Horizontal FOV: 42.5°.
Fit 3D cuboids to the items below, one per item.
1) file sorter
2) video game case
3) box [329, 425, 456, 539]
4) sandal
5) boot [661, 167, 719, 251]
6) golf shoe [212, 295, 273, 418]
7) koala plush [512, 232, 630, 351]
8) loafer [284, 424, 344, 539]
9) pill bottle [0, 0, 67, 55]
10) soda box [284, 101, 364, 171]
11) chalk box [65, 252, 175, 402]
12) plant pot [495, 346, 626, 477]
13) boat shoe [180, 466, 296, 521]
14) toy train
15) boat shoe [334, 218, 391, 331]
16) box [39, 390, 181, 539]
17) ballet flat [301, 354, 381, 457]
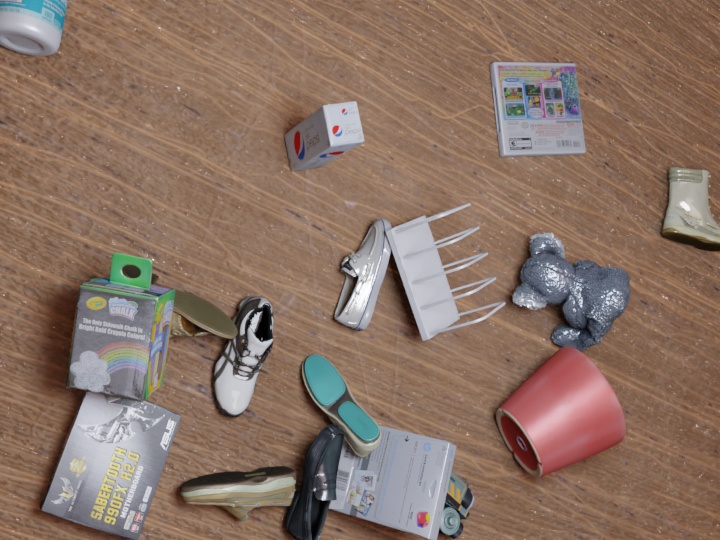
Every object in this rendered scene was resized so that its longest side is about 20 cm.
[{"bbox_3d":[0.156,-0.005,1.637,0.138,0.123,0.204,-23,94,-58],"label":"file sorter"},{"bbox_3d":[0.354,-0.321,1.844,0.196,0.024,0.187,-4,85,-23],"label":"video game case"},{"bbox_3d":[0.051,0.347,1.552,0.041,0.196,0.159,33,67,-57],"label":"box"},{"bbox_3d":[-0.303,0.073,1.501,0.209,0.078,0.070,30,111,-7],"label":"sandal"},{"bbox_3d":[0.727,-0.128,1.959,0.196,0.072,0.158,13,77,-21],"label":"boot"},{"bbox_3d":[-0.190,0.140,1.517,0.076,0.094,0.205,14,80,-22],"label":"golf shoe"},{"bbox_3d":[0.389,0.030,1.750,0.197,0.184,0.180,28,73,-5],"label":"koala plush"},{"bbox_3d":[-0.064,0.355,1.527,0.067,0.070,0.205,10,101,-50],"label":"loafer"},{"bbox_3d":[-0.507,-0.448,1.436,0.108,0.110,0.205,11,80,-21],"label":"pill bottle"},{"bbox_3d":[-0.064,-0.222,1.553,0.062,0.199,0.070,-11,89,-24],"label":"soda box"},{"bbox_3d":[-0.356,0.078,1.398,0.121,0.124,0.205,10,93,0],"label":"chalk box"},{"bbox_3d":[0.357,0.271,1.696,0.175,0.200,0.203,-29,95,-15],"label":"plant pot"},{"bbox_3d":[-0.196,0.371,1.504,0.196,0.071,0.078,0,96,-24],"label":"boat shoe"},{"bbox_3d":[0.119,0.381,1.633,0.200,0.085,0.115,42,60,-14],"label":"toy train"},{"bbox_3d":[0.000,0.000,1.631,0.069,0.071,0.204,19,83,-23],"label":"boat shoe"},{"bbox_3d":[-0.386,0.295,1.438,0.156,0.048,0.204,24,75,-20],"label":"box"},{"bbox_3d":[-0.037,0.233,1.576,0.069,0.070,0.201,-27,61,-23],"label":"ballet flat"}]
